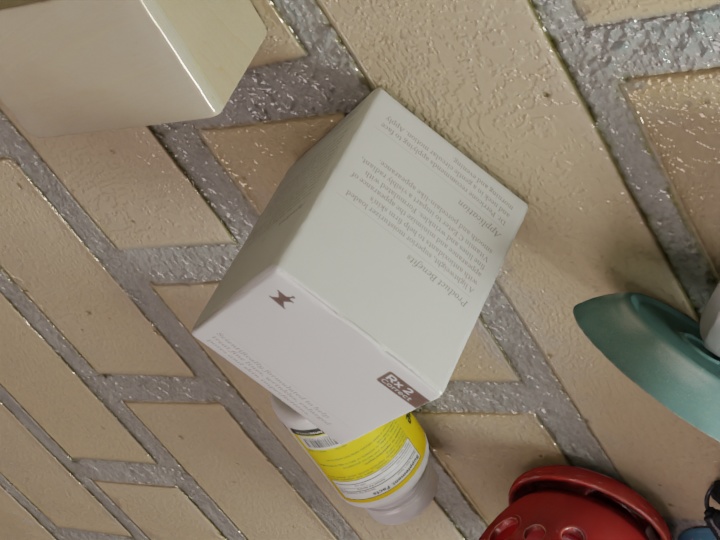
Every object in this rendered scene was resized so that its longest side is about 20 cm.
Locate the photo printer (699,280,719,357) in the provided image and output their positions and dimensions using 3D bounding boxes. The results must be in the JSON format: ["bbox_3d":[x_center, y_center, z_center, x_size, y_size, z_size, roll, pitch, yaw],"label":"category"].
[{"bbox_3d":[0.349,0.016,1.052,0.166,0.070,0.200,25,147,11],"label":"photo printer"}]

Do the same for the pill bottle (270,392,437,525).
[{"bbox_3d":[0.001,0.168,1.490,0.112,0.113,0.200,1,138,37],"label":"pill bottle"}]

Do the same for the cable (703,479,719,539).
[{"bbox_3d":[0.367,0.276,1.304,0.200,0.051,0.164,-136,22,-82],"label":"cable"}]

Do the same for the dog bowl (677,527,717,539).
[{"bbox_3d":[0.366,0.337,1.499,0.111,0.050,0.200,19,147,15],"label":"dog bowl"}]

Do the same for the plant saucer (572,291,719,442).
[{"bbox_3d":[0.258,0.073,1.140,0.199,0.200,0.036,32,106,-5],"label":"plant saucer"}]

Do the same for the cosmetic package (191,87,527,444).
[{"bbox_3d":[0.000,0.000,1.179,0.165,0.200,0.165,38,146,-12],"label":"cosmetic package"}]

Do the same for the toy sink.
[{"bbox_3d":[-0.197,-0.195,1.148,0.199,0.112,0.131,-4,135,33],"label":"toy sink"}]

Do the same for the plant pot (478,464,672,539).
[{"bbox_3d":[0.205,0.306,1.456,0.200,0.183,0.201,20,147,14],"label":"plant pot"}]
